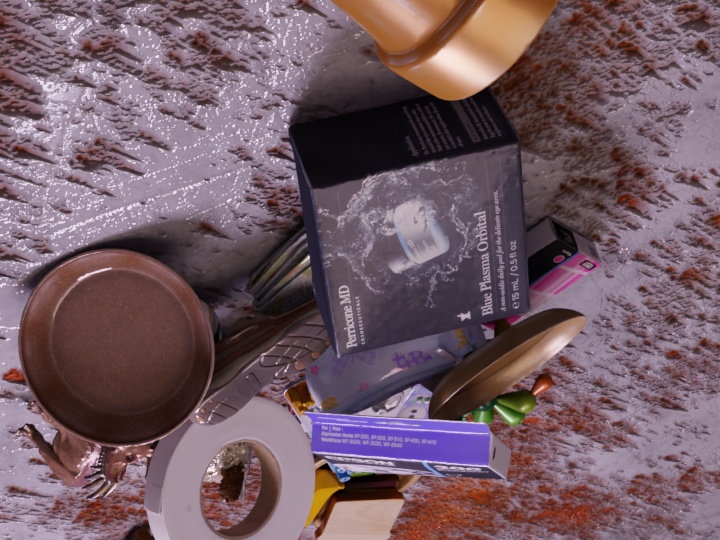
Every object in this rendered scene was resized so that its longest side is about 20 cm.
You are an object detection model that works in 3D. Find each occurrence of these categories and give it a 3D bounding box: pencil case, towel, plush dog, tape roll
[{"bbox_3d":[0.039,0.093,1.619,0.199,0.091,0.083,-25,148,17],"label":"pencil case"},{"bbox_3d":[0.000,0.000,1.587,0.199,0.048,0.171,13,140,-38],"label":"towel"},{"bbox_3d":[-0.204,0.175,1.686,0.170,0.162,0.201,10,146,2],"label":"plush dog"},{"bbox_3d":[-0.137,0.231,1.607,0.202,0.205,0.037,15,176,-39],"label":"tape roll"}]

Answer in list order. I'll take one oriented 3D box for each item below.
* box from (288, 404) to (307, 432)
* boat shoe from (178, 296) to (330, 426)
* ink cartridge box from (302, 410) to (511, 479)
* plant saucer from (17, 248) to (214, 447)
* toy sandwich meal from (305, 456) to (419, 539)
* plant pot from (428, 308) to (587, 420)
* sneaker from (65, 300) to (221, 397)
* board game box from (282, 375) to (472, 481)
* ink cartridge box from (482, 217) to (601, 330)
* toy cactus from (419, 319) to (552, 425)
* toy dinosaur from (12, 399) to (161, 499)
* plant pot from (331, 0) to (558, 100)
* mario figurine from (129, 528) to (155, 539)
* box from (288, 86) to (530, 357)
[{"bbox_3d":[0.031,0.152,1.830,0.199,0.038,0.137,10,137,-35],"label":"box"},{"bbox_3d":[-0.106,0.076,1.551,0.199,0.072,0.076,-32,146,-10],"label":"boat shoe"},{"bbox_3d":[0.052,0.190,1.615,0.196,0.044,0.200,2,165,14],"label":"ink cartridge box"},{"bbox_3d":[-0.241,0.075,1.506,0.199,0.202,0.037,-21,-171,8],"label":"plant saucer"},{"bbox_3d":[0.000,0.296,2.000,0.203,0.071,0.206,-12,147,-8],"label":"toy sandwich meal"},{"bbox_3d":[0.149,0.096,1.582,0.199,0.028,0.200,-32,165,-9],"label":"plant pot"},{"bbox_3d":[-0.242,0.077,1.565,0.198,0.079,0.080,-21,153,-13],"label":"sneaker"},{"bbox_3d":[0.031,0.154,1.766,0.199,0.026,0.200,-26,140,1],"label":"board game box"},{"bbox_3d":[0.165,0.018,1.697,0.199,0.037,0.094,-34,143,28],"label":"ink cartridge box"},{"bbox_3d":[0.123,0.126,1.714,0.164,0.103,0.200,26,117,-26],"label":"toy cactus"},{"bbox_3d":[-0.300,0.197,1.631,0.086,0.136,0.200,-33,173,-33],"label":"toy dinosaur"},{"bbox_3d":[0.034,-0.255,1.108,0.182,0.201,0.200,24,132,-26],"label":"plant pot"},{"bbox_3d":[-0.315,0.443,2.042,0.123,0.106,0.200,35,121,-9],"label":"mario figurine"},{"bbox_3d":[0.048,-0.046,1.418,0.198,0.118,0.198,-13,126,-6],"label":"box"}]
